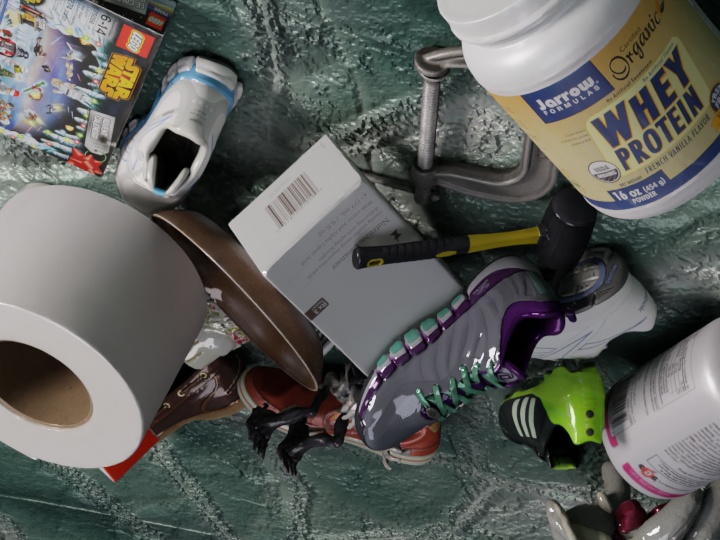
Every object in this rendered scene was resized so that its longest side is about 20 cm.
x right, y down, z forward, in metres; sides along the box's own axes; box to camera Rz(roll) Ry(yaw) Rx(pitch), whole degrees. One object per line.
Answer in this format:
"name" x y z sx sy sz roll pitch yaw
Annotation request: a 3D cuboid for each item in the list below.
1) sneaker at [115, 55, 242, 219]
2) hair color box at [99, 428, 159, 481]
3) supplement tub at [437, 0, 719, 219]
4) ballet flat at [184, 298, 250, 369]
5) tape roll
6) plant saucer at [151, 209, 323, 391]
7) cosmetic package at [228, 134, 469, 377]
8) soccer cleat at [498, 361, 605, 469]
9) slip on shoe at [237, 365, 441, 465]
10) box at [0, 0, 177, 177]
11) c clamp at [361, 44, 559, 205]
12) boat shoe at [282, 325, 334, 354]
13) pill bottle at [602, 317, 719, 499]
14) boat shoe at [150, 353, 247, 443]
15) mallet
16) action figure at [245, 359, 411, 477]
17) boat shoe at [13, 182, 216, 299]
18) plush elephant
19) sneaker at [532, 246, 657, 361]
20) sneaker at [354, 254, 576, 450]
"sneaker" -0.161 -0.087 1.499 0.074 0.087 0.200 22 145 -9
"hair color box" -0.280 0.105 1.737 0.200 0.061 0.102 33 161 44
"supplement tub" 0.157 -0.146 1.235 0.144 0.145 0.200 -19 131 39
"ballet flat" -0.168 0.061 1.710 0.198 0.065 0.076 -3 156 27
"tape roll" -0.245 0.048 1.549 0.201 0.140 0.204 15 140 13
"plant saucer" -0.096 0.018 1.543 0.200 0.032 0.200 44 170 10
"cosmetic package" 0.000 0.000 1.488 0.113 0.081 0.200 -43 131 4
"soccer cleat" 0.165 0.138 1.619 0.067 0.082 0.200 0 164 -11
"slip on shoe" -0.017 0.123 1.728 0.198 0.074 0.062 17 129 -2
"box" -0.237 -0.167 1.467 0.136 0.040 0.200 23 143 -8
"c clamp" 0.075 -0.108 1.420 0.169 0.027 0.201 16 144 3
"boat shoe" -0.022 0.024 1.597 0.073 0.067 0.201 20 144 -2
"pill bottle" 0.297 0.104 1.524 0.113 0.114 0.200 30 143 -16
"boat shoe" -0.191 0.118 1.793 0.199 0.071 0.070 -25 134 33
"mallet" 0.092 -0.028 1.437 0.198 0.041 0.066 -3 144 -23
"action figure" 0.005 0.118 1.636 0.199 0.103 0.119 -30 135 14
"boat shoe" -0.220 -0.010 1.638 0.199 0.069 0.072 27 143 -11
"plush elephant" 0.251 0.245 1.701 0.154 0.201 0.165 26 155 21
"sneaker" 0.159 0.050 1.553 0.199 0.075 0.087 -19 136 41
"sneaker" 0.080 0.079 1.475 0.200 0.088 0.074 -47 132 5
